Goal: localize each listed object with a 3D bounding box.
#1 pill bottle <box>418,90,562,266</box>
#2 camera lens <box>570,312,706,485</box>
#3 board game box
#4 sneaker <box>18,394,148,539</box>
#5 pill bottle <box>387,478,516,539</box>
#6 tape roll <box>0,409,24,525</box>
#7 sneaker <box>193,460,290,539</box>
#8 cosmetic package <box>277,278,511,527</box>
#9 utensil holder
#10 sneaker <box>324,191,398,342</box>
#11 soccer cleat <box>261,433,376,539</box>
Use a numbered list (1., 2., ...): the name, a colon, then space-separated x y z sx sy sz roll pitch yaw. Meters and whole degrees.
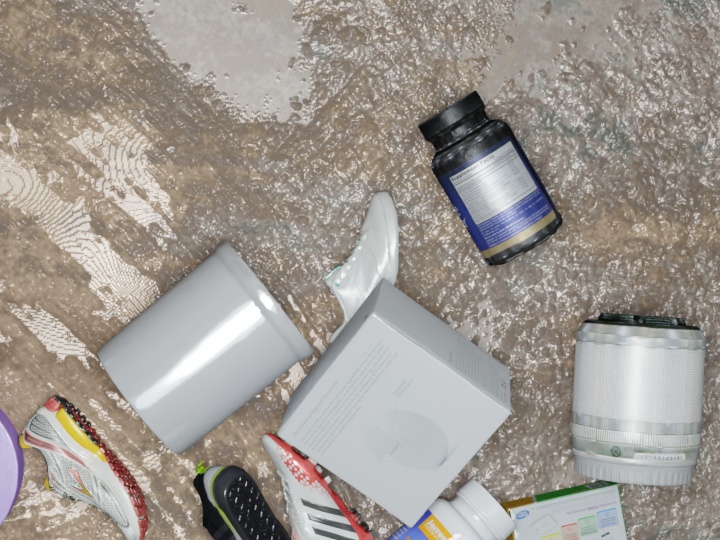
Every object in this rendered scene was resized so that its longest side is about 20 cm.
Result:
1. pill bottle: 0.158 -0.116 1.540 0.112 0.112 0.201 -32 94 -8
2. camera lens: 0.345 0.156 1.543 0.159 0.160 0.201 4 89 -9
3. board game box: 0.271 0.384 1.589 0.152 0.040 0.201 -10 91 -9
4. sneaker: -0.327 0.248 1.482 0.082 0.078 0.200 -40 86 -3
5. pill bottle: 0.092 0.353 1.524 0.200 0.112 0.112 -42 96 -7
6. tape roll: -0.500 0.236 1.453 0.199 0.066 0.202 0 90 -10
7. sneaker: -0.146 0.314 1.516 0.072 0.082 0.201 -38 118 -41
8. cosmetic package: 0.042 0.156 1.480 0.200 0.123 0.200 36 110 -8
9. utensil holder: -0.184 0.092 1.457 0.200 0.170 0.170 -39 95 -5
10. sneaker: 0.000 0.000 1.535 0.088 0.075 0.201 5 91 -4
11. soccer cleat: -0.066 0.288 1.523 0.085 0.069 0.200 -41 100 -11
